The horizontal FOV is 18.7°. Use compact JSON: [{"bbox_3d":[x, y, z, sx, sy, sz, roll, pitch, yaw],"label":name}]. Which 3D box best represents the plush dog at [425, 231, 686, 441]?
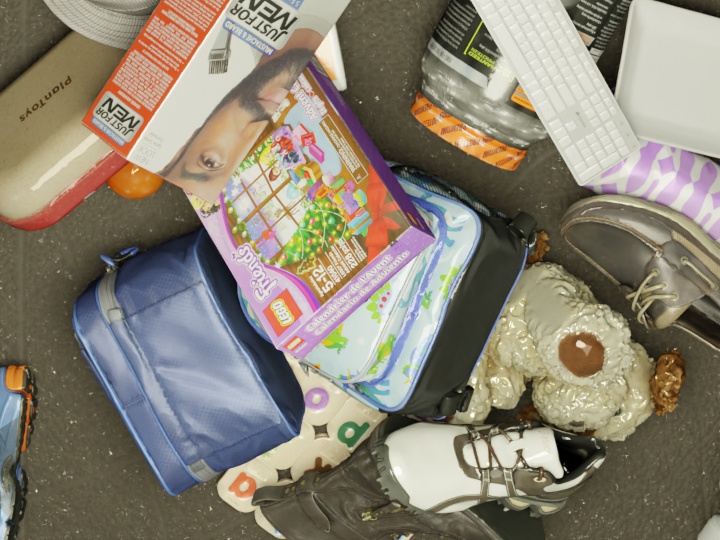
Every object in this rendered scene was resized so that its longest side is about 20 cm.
[{"bbox_3d":[0.166,0.074,1.775,0.200,0.161,0.172,-23,125,33],"label":"plush dog"}]

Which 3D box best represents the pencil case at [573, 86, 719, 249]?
[{"bbox_3d":[0.269,-0.062,1.750,0.200,0.084,0.086,29,75,-12],"label":"pencil case"}]

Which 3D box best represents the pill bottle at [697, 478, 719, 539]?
[{"bbox_3d":[0.368,0.166,1.808,0.112,0.112,0.200,32,103,-12],"label":"pill bottle"}]

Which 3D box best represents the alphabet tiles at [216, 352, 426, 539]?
[{"bbox_3d":[-0.018,0.144,1.831,0.200,0.015,0.196,36,101,-13],"label":"alphabet tiles"}]

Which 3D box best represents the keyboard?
[{"bbox_3d":[0.145,-0.149,1.630,0.056,0.011,0.200,-36,122,-2],"label":"keyboard"}]

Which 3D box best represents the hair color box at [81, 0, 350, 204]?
[{"bbox_3d":[-0.100,-0.159,1.593,0.200,0.064,0.111,-55,144,6],"label":"hair color box"}]

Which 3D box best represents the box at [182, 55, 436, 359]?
[{"bbox_3d":[-0.047,-0.054,1.616,0.137,0.200,0.039,-43,147,15],"label":"box"}]

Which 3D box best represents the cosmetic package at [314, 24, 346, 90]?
[{"bbox_3d":[-0.077,-0.233,1.685,0.101,0.071,0.200,-11,107,1],"label":"cosmetic package"}]

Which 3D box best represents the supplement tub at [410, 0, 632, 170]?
[{"bbox_3d":[0.127,-0.186,1.683,0.122,0.123,0.200,28,103,-11],"label":"supplement tub"}]

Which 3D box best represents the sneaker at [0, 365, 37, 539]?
[{"bbox_3d":[-0.315,0.170,1.801,0.078,0.075,0.201,9,98,3],"label":"sneaker"}]

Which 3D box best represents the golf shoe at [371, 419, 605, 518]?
[{"bbox_3d":[0.101,0.142,1.694,0.200,0.078,0.094,4,152,-38],"label":"golf shoe"}]

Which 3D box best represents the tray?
[{"bbox_3d":[0.285,-0.141,1.726,0.200,0.022,0.108,12,87,-23],"label":"tray"}]

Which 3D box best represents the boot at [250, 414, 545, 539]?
[{"bbox_3d":[0.032,0.203,1.791,0.200,0.069,0.174,36,132,-17],"label":"boot"}]

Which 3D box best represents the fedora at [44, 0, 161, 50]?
[{"bbox_3d":[-0.172,-0.259,1.589,0.177,0.090,0.200,25,101,9],"label":"fedora"}]

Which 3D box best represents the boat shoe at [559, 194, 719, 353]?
[{"bbox_3d":[0.246,0.008,1.715,0.200,0.073,0.075,25,142,-5],"label":"boat shoe"}]

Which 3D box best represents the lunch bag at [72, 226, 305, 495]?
[{"bbox_3d":[-0.146,0.068,1.732,0.132,0.136,0.200,-28,98,8],"label":"lunch bag"}]

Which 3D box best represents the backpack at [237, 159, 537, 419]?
[{"bbox_3d":[0.000,0.000,1.685,0.147,0.200,0.183,17,98,-54],"label":"backpack"}]

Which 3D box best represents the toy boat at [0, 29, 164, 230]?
[{"bbox_3d":[-0.198,-0.103,1.706,0.200,0.131,0.131,-38,135,9],"label":"toy boat"}]
